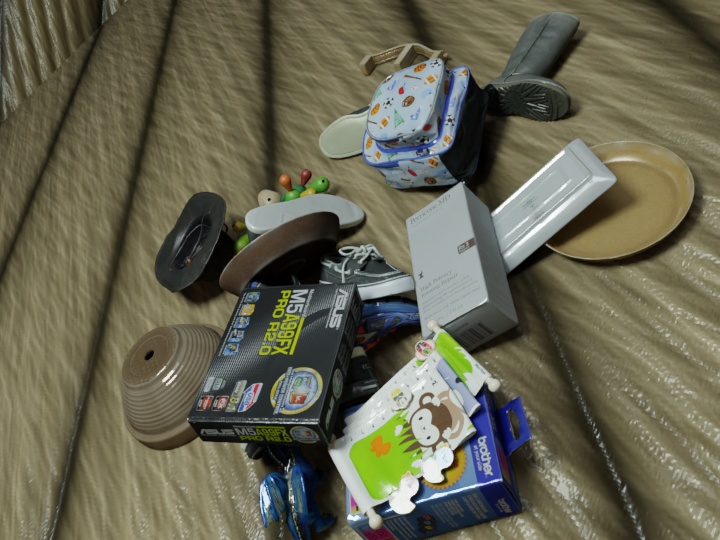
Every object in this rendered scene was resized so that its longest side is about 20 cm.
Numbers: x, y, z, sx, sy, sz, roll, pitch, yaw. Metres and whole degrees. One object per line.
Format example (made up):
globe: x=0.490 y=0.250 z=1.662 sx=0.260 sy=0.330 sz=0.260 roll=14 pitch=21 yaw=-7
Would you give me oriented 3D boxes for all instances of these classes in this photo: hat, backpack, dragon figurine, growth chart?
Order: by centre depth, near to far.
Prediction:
growth chart: x=0.053 y=0.155 z=0.674 sx=0.200 sy=0.018 sz=0.144 roll=-44 pitch=41 yaw=-10
dragon figurine: x=-0.074 y=0.250 z=0.712 sx=0.058 sy=0.100 sz=0.203 roll=-21 pitch=51 yaw=13
backpack: x=0.090 y=-0.218 z=1.011 sx=0.189 sy=0.154 sz=0.203 roll=-11 pitch=50 yaw=46
hat: x=-0.268 y=-0.038 z=1.123 sx=0.199 sy=0.080 sz=0.204 roll=-27 pitch=49 yaw=35

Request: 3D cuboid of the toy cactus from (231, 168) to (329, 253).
toy cactus: x=-0.150 y=-0.107 z=1.120 sx=0.200 sy=0.102 sz=0.165 roll=-48 pitch=32 yaw=-1

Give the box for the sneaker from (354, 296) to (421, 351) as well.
sneaker: x=-0.003 y=0.081 z=0.859 sx=0.196 sy=0.080 sz=0.075 roll=-13 pitch=3 yaw=7

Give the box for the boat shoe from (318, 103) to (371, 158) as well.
boat shoe: x=0.016 y=-0.261 z=1.174 sx=0.197 sy=0.073 sz=0.068 roll=-24 pitch=5 yaw=22

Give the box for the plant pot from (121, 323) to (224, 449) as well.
plant pot: x=-0.284 y=0.150 z=0.960 sx=0.198 sy=0.093 sz=0.203 roll=-19 pitch=43 yaw=19

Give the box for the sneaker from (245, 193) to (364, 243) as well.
sneaker: x=-0.092 y=-0.058 z=1.037 sx=0.197 sy=0.100 sz=0.071 roll=-11 pitch=50 yaw=-25

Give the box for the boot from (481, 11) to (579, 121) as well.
boot: x=0.300 y=-0.334 z=1.047 sx=0.180 sy=0.073 sz=0.200 roll=24 pitch=61 yaw=42

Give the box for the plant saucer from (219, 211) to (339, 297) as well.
plant saucer: x=-0.109 y=-0.013 z=0.946 sx=0.198 sy=0.200 sz=0.035 roll=-33 pitch=75 yaw=3

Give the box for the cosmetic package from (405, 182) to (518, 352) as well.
cosmetic package: x=0.123 y=-0.003 z=0.822 sx=0.101 sy=0.074 sz=0.202 roll=-33 pitch=42 yaw=28

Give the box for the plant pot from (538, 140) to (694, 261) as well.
plant pot: x=0.316 y=-0.085 z=0.827 sx=0.197 sy=0.028 sz=0.202 roll=-18 pitch=44 yaw=18

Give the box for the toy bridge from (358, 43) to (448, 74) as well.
toy bridge: x=0.090 y=-0.420 z=1.287 sx=0.198 sy=0.027 sz=0.068 roll=12 pitch=58 yaw=40

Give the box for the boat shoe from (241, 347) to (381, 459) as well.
boat shoe: x=-0.063 y=0.177 z=0.796 sx=0.199 sy=0.072 sz=0.068 roll=-37 pitch=73 yaw=10

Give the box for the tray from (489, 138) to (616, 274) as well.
tray: x=0.223 y=-0.081 z=0.843 sx=0.200 sy=0.022 sz=0.108 roll=-43 pitch=37 yaw=19

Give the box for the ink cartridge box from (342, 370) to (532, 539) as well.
ink cartridge box: x=0.085 y=0.193 z=0.688 sx=0.197 sy=0.077 sz=0.138 roll=-20 pitch=43 yaw=14

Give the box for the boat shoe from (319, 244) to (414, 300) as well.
boat shoe: x=0.002 y=0.000 z=0.881 sx=0.072 sy=0.070 sz=0.198 roll=-10 pitch=6 yaw=-26

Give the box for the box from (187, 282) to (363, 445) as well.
box: x=-0.091 y=0.102 z=0.755 sx=0.157 sy=0.045 sz=0.202 roll=-3 pitch=44 yaw=19

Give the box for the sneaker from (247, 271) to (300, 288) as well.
sneaker: x=-0.139 y=0.077 z=0.899 sx=0.079 sy=0.116 sz=0.201 roll=20 pitch=64 yaw=21
